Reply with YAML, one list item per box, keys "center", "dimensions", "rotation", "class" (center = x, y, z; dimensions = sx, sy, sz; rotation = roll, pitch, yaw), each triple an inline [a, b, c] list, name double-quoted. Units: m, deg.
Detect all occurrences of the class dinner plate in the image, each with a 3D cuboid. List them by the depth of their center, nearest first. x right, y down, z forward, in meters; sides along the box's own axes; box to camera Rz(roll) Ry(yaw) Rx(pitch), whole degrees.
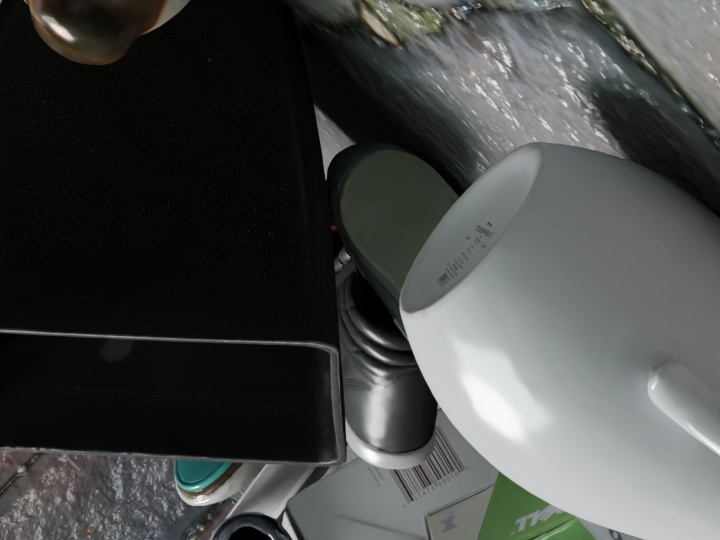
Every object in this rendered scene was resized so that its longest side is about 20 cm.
- center: [-0.028, 0.104, 1.500]
  dimensions: [0.024, 0.200, 0.200]
  rotation: [40, 169, 5]
  class: "dinner plate"

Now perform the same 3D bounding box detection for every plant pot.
- center: [-0.103, -0.022, 1.229]
  dimensions: [0.198, 0.179, 0.200]
  rotation: [2, 161, 2]
  class: "plant pot"

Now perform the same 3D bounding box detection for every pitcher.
- center: [0.119, 0.049, 0.936]
  dimensions: [0.200, 0.122, 0.172]
  rotation: [39, 177, -14]
  class: "pitcher"

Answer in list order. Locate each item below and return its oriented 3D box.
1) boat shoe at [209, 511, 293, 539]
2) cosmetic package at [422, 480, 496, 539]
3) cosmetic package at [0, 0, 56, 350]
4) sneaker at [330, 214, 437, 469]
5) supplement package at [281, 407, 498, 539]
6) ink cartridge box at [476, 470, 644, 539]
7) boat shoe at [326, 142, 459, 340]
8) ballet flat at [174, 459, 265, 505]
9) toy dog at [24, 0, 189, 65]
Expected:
- center: [-0.024, 0.220, 1.378]
  dimensions: [0.068, 0.071, 0.201]
  rotation: [132, 116, -82]
  class: "boat shoe"
- center: [0.119, 0.185, 1.260]
  dimensions: [0.201, 0.103, 0.073]
  rotation: [57, -167, -34]
  class: "cosmetic package"
- center: [-0.171, -0.066, 1.347]
  dimensions: [0.051, 0.082, 0.201]
  rotation: [65, 180, -88]
  class: "cosmetic package"
- center: [0.000, 0.000, 1.392]
  dimensions: [0.100, 0.070, 0.201]
  rotation: [105, 150, -41]
  class: "sneaker"
- center: [0.054, 0.167, 1.476]
  dimensions: [0.151, 0.151, 0.200]
  rotation: [59, 172, 8]
  class: "supplement package"
- center: [0.105, 0.111, 1.055]
  dimensions: [0.059, 0.201, 0.104]
  rotation: [-28, 114, 34]
  class: "ink cartridge box"
- center: [0.053, 0.017, 1.244]
  dimensions: [0.201, 0.070, 0.072]
  rotation: [52, 179, -17]
  class: "boat shoe"
- center: [-0.052, 0.056, 1.502]
  dimensions: [0.069, 0.201, 0.070]
  rotation: [10, 148, 6]
  class: "ballet flat"
- center: [-0.154, -0.164, 1.092]
  dimensions: [0.199, 0.140, 0.195]
  rotation: [26, 140, 22]
  class: "toy dog"
